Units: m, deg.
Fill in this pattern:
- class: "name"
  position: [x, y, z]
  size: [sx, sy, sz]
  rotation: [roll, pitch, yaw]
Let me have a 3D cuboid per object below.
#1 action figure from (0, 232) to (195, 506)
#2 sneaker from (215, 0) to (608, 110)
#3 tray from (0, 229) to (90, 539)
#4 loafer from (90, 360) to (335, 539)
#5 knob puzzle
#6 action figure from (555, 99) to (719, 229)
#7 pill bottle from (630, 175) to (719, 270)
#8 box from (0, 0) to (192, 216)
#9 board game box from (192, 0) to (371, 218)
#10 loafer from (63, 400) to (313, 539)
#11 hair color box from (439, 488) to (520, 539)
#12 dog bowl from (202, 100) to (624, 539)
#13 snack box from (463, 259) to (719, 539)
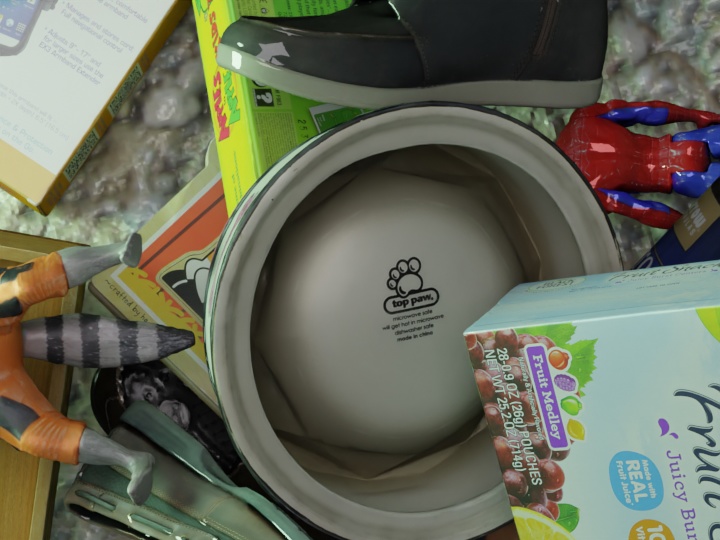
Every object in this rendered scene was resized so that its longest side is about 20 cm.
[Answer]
- class: "action figure"
  position: [-0.179, 0.064, 1.324]
  size: [0.192, 0.105, 0.201]
  rotation: [2, 112, 21]
- class: "sneaker"
  position: [0.026, -0.133, 1.326]
  size: [0.199, 0.075, 0.107]
  rotation: [-2, 107, -31]
- class: "tray"
  position: [-0.193, 0.079, 1.392]
  size: [0.098, 0.037, 0.202]
  rotation: [10, 104, 1]
- class: "loafer"
  position: [-0.053, 0.107, 1.398]
  size: [0.199, 0.071, 0.073]
  rotation: [35, 85, 7]
- class: "knob puzzle"
  position: [0.000, 0.000, 1.398]
  size: [0.218, 0.030, 0.221]
  rotation: [5, 65, -10]
- class: "action figure"
  position: [0.170, -0.052, 1.424]
  size: [0.198, 0.052, 0.066]
  rotation: [1, 76, 7]
- class: "pill bottle"
  position: [0.182, 0.021, 1.355]
  size: [0.112, 0.112, 0.200]
  rotation: [44, 104, 7]
- class: "box"
  position: [-0.152, -0.143, 1.455]
  size: [0.119, 0.041, 0.201]
  rotation: [34, 82, 6]
- class: "board game box"
  position: [-0.021, -0.096, 1.388]
  size: [0.101, 0.048, 0.201]
  rotation: [-1, 65, -21]
- class: "loafer"
  position: [-0.062, 0.129, 1.293]
  size: [0.063, 0.072, 0.200]
  rotation: [-42, 41, -11]
- class: "hair color box"
  position: [0.087, 0.203, 1.342]
  size: [0.101, 0.061, 0.201]
  rotation: [0, 63, -26]
- class: "dog bowl"
  position: [0.017, 0.021, 1.301]
  size: [0.199, 0.074, 0.202]
  rotation: [-4, 100, -20]
- class: "snack box"
  position: [0.152, 0.099, 1.238]
  size: [0.168, 0.068, 0.201]
  rotation: [-6, 109, 31]
